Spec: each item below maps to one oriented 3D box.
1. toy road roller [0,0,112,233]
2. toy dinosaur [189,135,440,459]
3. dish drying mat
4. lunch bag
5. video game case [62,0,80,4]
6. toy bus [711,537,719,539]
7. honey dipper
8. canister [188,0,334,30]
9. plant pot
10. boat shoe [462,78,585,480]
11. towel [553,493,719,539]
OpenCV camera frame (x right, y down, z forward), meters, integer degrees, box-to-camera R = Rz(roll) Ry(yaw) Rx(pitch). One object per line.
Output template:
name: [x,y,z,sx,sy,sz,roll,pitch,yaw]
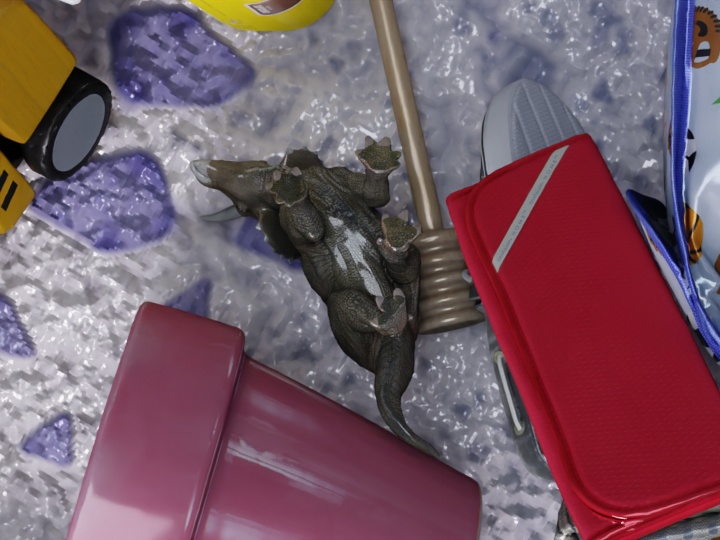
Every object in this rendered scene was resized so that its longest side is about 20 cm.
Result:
toy road roller: [-0.218,-0.073,1.046,0.123,0.200,0.146,28,79,18]
toy dinosaur: [0.000,0.000,1.048,0.077,0.102,0.200,-34,74,-12]
dish drying mat: [0.098,0.025,0.935,0.077,0.018,0.200,-22,50,3]
lunch bag: [0.187,-0.045,0.981,0.124,0.170,0.201,3,89,14]
video game case: [-0.173,-0.182,1.034,0.143,0.200,0.017,21,114,-1]
toy bus: [0.158,0.177,0.925,0.200,0.065,0.078,-50,122,-30]
honey dipper: [0.023,-0.069,1.083,0.038,0.038,0.200,-14,83,10]
canister: [-0.063,-0.194,1.020,0.086,0.200,0.149,1,88,11]
plant pot: [-0.046,0.134,1.018,0.179,0.200,0.200,17,91,-4]
boat shoe: [0.079,0.003,1.036,0.071,0.072,0.200,-36,49,39]
towel: [0.185,0.079,0.966,0.200,0.193,0.035,-14,91,11]
